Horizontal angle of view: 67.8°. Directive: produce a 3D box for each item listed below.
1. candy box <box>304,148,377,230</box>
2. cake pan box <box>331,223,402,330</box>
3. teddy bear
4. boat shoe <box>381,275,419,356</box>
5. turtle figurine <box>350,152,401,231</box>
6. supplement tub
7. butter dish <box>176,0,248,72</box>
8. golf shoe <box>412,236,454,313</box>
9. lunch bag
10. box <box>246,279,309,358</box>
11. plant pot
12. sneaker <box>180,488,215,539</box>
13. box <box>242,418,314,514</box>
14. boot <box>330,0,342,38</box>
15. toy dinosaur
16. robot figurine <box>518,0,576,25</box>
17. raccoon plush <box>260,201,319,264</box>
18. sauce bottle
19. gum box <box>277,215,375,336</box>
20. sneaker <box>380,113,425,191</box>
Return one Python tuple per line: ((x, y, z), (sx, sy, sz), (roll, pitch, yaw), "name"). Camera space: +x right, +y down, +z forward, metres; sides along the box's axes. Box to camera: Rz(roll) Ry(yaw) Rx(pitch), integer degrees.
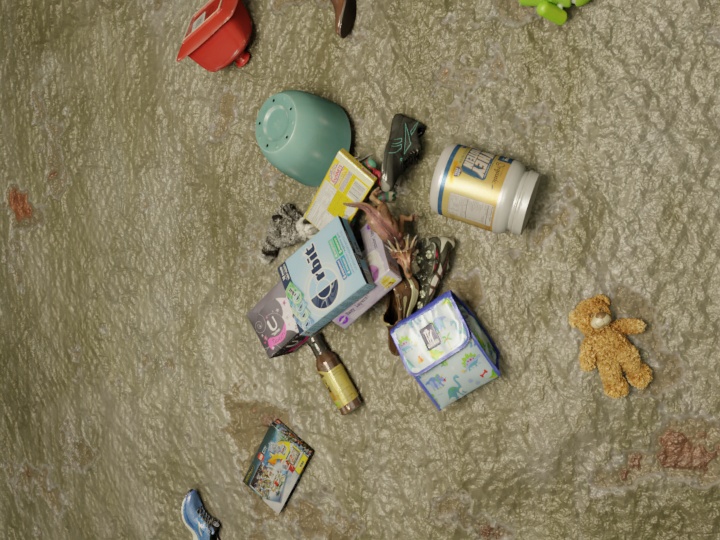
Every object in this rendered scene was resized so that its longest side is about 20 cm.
((-0.048, -0.160, 1.193), (0.102, 0.026, 0.202), (41, 131, 5), "candy box")
((0.000, 0.000, 1.210), (0.183, 0.052, 0.204), (-39, 37, 23), "cake pan box")
((0.494, 0.151, 1.056), (0.140, 0.066, 0.209), (-11, 92, 22), "teddy bear")
((0.076, 0.106, 1.202), (0.075, 0.072, 0.210), (41, 135, 48), "boat shoe")
((-0.004, -0.193, 1.227), (0.150, 0.100, 0.202), (47, 117, 15), "turtle figurine")
((0.251, -0.163, 1.088), (0.194, 0.144, 0.150), (20, 103, 20), "supplement tub")
((-0.330, -0.567, 1.311), (0.195, 0.148, 0.205), (-25, 44, 23), "butter dish")
((0.156, 0.018, 1.185), (0.078, 0.085, 0.205), (49, 139, 39), "golf shoe")
((0.181, 0.164, 1.143), (0.168, 0.128, 0.203), (-34, 99, 21), "lunch bag")
((-0.160, 0.099, 1.305), (0.199, 0.114, 0.134), (-41, 72, 22), "box")
((-0.142, -0.310, 1.213), (0.194, 0.159, 0.210), (-4, 83, 32), "plant pot")
((-0.445, 0.719, 1.534), (0.086, 0.079, 0.207), (-19, 96, 16), "sneaker")
((-0.219, 0.521, 1.425), (0.134, 0.037, 0.205), (33, 108, 17), "box")
((-0.105, -0.633, 1.238), (0.192, 0.064, 0.195), (9, 86, 19), "boot")
((0.054, -0.089, 1.109), (0.197, 0.137, 0.086), (36, 117, -16), "toy dinosaur")
((0.369, -0.563, 1.009), (0.193, 0.115, 0.183), (12, 98, 21), "robot figurine")
((-0.162, -0.075, 1.333), (0.131, 0.098, 0.203), (31, 136, 4), "raccoon plush")
((-0.068, 0.252, 1.318), (0.064, 0.064, 0.204), (-34, 80, 22), "sauce bottle")
((-0.079, 0.014, 1.161), (0.198, 0.044, 0.174), (-37, 62, 23), "gum box")
((0.090, -0.255, 1.150), (0.076, 0.076, 0.206), (13, 63, 5), "sneaker")
